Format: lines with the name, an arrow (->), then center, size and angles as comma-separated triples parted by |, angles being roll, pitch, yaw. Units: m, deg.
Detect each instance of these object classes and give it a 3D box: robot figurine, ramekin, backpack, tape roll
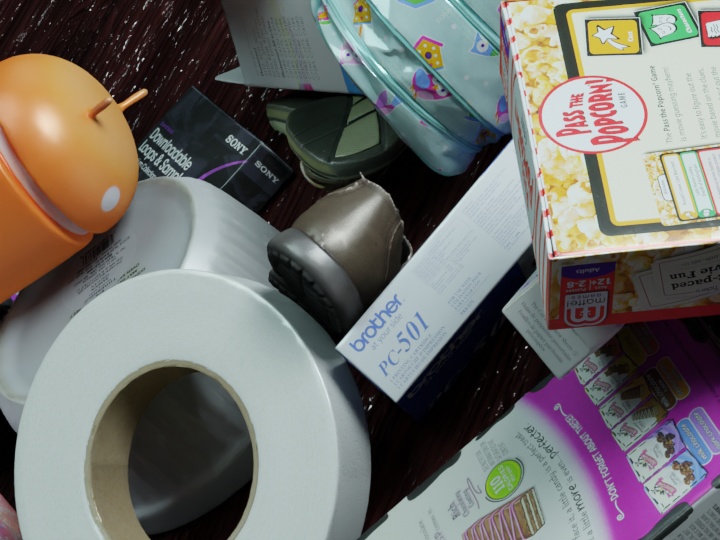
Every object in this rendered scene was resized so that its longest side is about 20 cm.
robot figurine -> -0.210, -0.045, 1.272 | 0.199, 0.144, 0.117 | -33, 47, 12
ramekin -> -0.119, 0.041, 1.282 | 0.200, 0.105, 0.201 | -32, 34, 25
backpack -> 0.048, -0.134, 1.159 | 0.127, 0.167, 0.200 | -50, 15, 11
tape roll -> -0.087, 0.101, 1.135 | 0.202, 0.037, 0.204 | -4, 82, 29

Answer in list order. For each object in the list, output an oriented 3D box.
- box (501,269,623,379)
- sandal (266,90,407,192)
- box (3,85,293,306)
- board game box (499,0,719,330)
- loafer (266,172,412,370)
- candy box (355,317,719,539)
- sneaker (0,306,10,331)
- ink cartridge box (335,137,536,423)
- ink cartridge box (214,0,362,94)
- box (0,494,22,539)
box -> 0.109, -0.001, 1.017 | 0.039, 0.041, 0.200 | -41, -1, 20
sandal -> -0.007, -0.078, 1.332 | 0.079, 0.058, 0.201 | -17, 13, -5
box -> -0.143, -0.021, 1.452 | 0.200, 0.036, 0.143 | -47, 30, -2
board game box -> 0.164, -0.055, 0.926 | 0.198, 0.046, 0.152 | -5, 49, -1
loafer -> 0.000, 0.000, 1.153 | 0.071, 0.073, 0.200 | -44, -4, -6
candy box -> 0.094, 0.115, 0.974 | 0.200, 0.061, 0.137 | -40, 30, 9
sneaker -> -0.248, 0.068, 1.388 | 0.076, 0.086, 0.200 | -9, -1, -8
ink cartridge box -> 0.073, -0.018, 1.118 | 0.200, 0.044, 0.094 | -49, -13, -2
ink cartridge box -> -0.005, -0.160, 1.367 | 0.115, 0.068, 0.199 | -26, 20, -29
box -> -0.268, 0.137, 1.251 | 0.103, 0.200, 0.095 | -42, -2, 8
